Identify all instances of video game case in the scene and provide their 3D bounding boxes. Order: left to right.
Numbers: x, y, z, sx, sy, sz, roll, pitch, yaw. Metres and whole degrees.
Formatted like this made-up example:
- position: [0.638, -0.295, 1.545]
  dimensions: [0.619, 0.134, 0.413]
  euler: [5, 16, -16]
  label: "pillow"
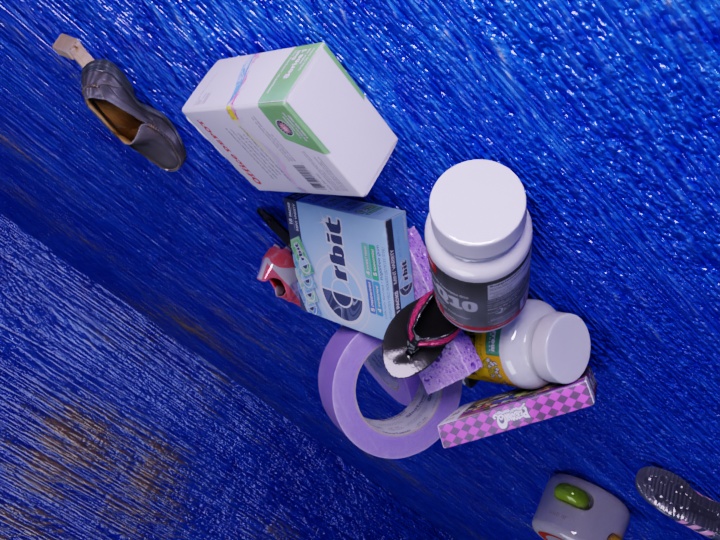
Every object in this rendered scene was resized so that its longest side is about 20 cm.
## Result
- position: [0.214, 0.179, 1.073]
  dimensions: [0.197, 0.036, 0.181]
  euler: [-21, 174, 17]
  label: "video game case"

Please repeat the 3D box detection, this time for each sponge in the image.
- position: [0.082, 0.055, 1.067]
  dimensions: [0.203, 0.029, 0.111]
  euler: [64, 149, 8]
  label: "sponge"

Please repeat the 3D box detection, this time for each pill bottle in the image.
- position: [0.127, -0.022, 0.864]
  dimensions: [0.112, 0.115, 0.201]
  euler: [23, 160, 20]
  label: "pill bottle"
- position: [0.195, 0.093, 1.049]
  dimensions: [0.113, 0.114, 0.199]
  euler: [41, 160, -28]
  label: "pill bottle"

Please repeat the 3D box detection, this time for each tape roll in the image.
- position: [0.043, 0.119, 1.313]
  dimensions: [0.201, 0.065, 0.201]
  euler: [49, 163, 20]
  label: "tape roll"
- position: [0.043, 0.161, 1.166]
  dimensions: [0.199, 0.202, 0.085]
  euler: [36, 174, -17]
  label: "tape roll"

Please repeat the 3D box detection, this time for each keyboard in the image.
- position: [-0.084, -0.033, 1.316]
  dimensions: [0.200, 0.040, 0.104]
  euler: [45, 180, -38]
  label: "keyboard"

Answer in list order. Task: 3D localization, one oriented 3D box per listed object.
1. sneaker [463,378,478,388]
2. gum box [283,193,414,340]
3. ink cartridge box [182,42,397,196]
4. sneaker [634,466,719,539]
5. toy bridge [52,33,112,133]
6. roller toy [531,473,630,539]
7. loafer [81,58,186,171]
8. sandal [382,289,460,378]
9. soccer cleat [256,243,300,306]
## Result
- position: [0.154, 0.106, 1.247]
  dimensions: [0.083, 0.072, 0.201]
  euler: [39, 164, 35]
  label: "sneaker"
- position: [-0.015, -0.009, 1.084]
  dimensions: [0.198, 0.044, 0.173]
  euler: [15, 122, 43]
  label: "gum box"
- position: [-0.080, -0.160, 0.886]
  dimensions: [0.198, 0.085, 0.145]
  euler: [9, 151, 47]
  label: "ink cartridge box"
- position: [0.542, 0.398, 1.341]
  dimensions: [0.198, 0.071, 0.082]
  euler: [29, 159, 12]
  label: "sneaker"
- position: [-0.373, -0.259, 1.183]
  dimensions: [0.066, 0.028, 0.201]
  euler: [22, 158, 21]
  label: "toy bridge"
- position: [0.461, 0.530, 1.690]
  dimensions: [0.198, 0.141, 0.183]
  euler: [31, 162, -2]
  label: "roller toy"
- position: [-0.325, -0.202, 1.147]
  dimensions: [0.072, 0.073, 0.200]
  euler: [-23, 135, 23]
  label: "loafer"
- position: [0.099, 0.053, 0.987]
  dimensions: [0.075, 0.200, 0.045]
  euler: [48, -169, 7]
  label: "sandal"
- position: [-0.112, 0.035, 1.436]
  dimensions: [0.066, 0.077, 0.200]
  euler: [13, 154, 42]
  label: "soccer cleat"
